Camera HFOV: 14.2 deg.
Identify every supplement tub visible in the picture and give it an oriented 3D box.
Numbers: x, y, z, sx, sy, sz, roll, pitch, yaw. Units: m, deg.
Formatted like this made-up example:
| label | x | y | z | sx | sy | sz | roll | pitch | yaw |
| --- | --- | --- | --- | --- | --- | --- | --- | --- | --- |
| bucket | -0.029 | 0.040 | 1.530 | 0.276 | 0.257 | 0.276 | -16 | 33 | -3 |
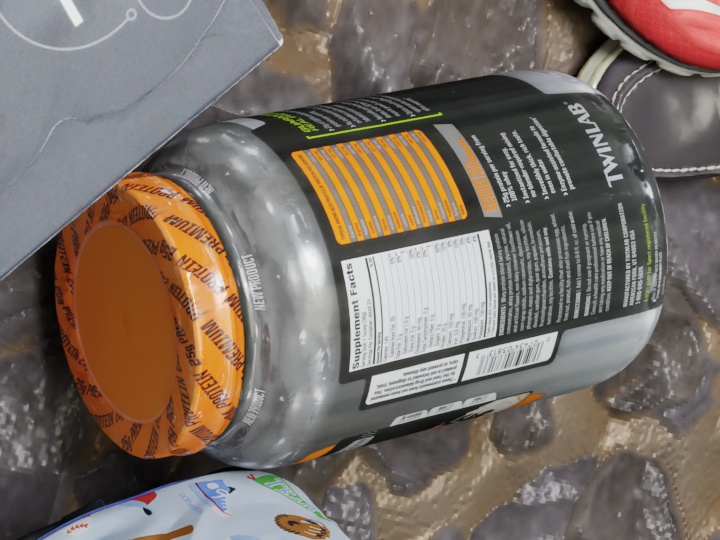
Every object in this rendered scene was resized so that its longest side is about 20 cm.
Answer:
| label | x | y | z | sx | sy | sz | roll | pitch | yaw |
| --- | --- | --- | --- | --- | --- | --- | --- | --- | --- |
| supplement tub | 0.000 | 0.000 | 1.025 | 0.199 | 0.122 | 0.123 | -12 | 106 | -33 |

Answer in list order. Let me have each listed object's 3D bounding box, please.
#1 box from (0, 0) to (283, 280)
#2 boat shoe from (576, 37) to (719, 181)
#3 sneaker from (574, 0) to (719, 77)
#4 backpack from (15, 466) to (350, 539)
| label | x | y | z | sx | sy | sz | roll | pitch | yaw |
| --- | --- | --- | --- | --- | --- | --- | --- | --- | --- |
| box | -0.139 | -0.085 | 0.857 | 0.122 | 0.200 | 0.106 | -42 | 121 | -22 |
| boat shoe | 0.175 | -0.075 | 1.172 | 0.199 | 0.065 | 0.072 | -11 | 107 | -33 |
| sneaker | 0.107 | -0.155 | 1.082 | 0.077 | 0.085 | 0.200 | -41 | 112 | -19 |
| backpack | -0.053 | 0.172 | 0.997 | 0.200 | 0.154 | 0.191 | -24 | 117 | -30 |
